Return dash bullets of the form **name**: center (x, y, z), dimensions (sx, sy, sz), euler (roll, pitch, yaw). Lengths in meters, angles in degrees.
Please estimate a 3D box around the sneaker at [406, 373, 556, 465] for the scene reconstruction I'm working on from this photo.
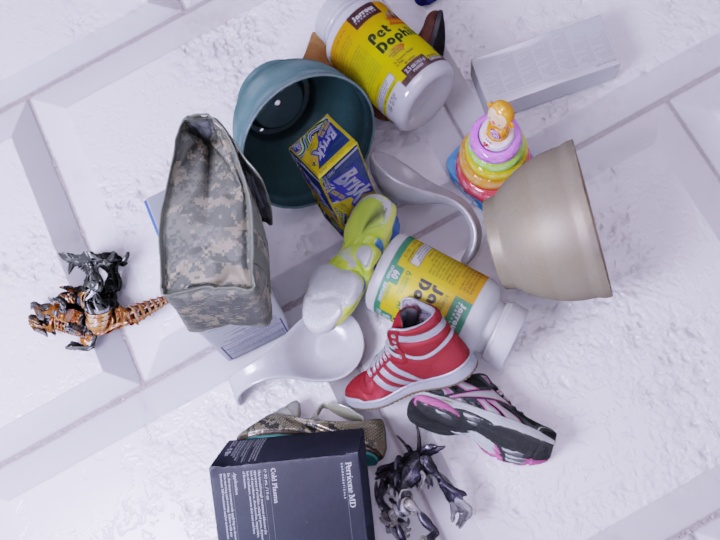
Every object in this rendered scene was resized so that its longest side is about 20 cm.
- **sneaker**: center (0.164, 0.175, 1.057), dimensions (0.196, 0.081, 0.087), euler (23, 52, 0)

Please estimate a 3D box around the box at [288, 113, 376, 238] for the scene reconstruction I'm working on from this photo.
- **box**: center (-0.027, -0.115, 1.086), dimensions (0.070, 0.201, 0.064), euler (-42, 66, -7)

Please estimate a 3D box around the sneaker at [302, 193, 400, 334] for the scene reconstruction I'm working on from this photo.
- **sneaker**: center (0.000, 0.000, 1.111), dimensions (0.075, 0.105, 0.202), euler (33, 94, 25)

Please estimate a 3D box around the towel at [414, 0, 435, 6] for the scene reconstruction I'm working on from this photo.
- **towel**: center (0.099, -0.519, 1.262), dimensions (0.146, 0.050, 0.202), euler (-30, 74, -2)

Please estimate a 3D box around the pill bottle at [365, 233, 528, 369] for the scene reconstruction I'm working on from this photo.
- **pill bottle**: center (0.114, 0.044, 1.076), dimensions (0.197, 0.113, 0.114), euler (28, 79, 12)

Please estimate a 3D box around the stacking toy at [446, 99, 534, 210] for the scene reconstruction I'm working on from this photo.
- **stacking toy**: center (0.179, -0.166, 1.080), dimensions (0.109, 0.200, 0.116), euler (-42, 75, -6)

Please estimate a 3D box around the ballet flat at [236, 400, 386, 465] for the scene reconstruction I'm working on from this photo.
- **ballet flat**: center (-0.061, 0.209, 1.083), dimensions (0.195, 0.068, 0.077), euler (4, 54, 4)

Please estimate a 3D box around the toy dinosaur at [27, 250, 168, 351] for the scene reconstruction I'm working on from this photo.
- **toy dinosaur**: center (-0.368, 0.043, 1.156), dimensions (0.195, 0.102, 0.139), euler (-2, 89, -13)

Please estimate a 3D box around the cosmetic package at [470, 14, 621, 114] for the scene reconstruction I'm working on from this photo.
- **cosmetic package**: center (0.263, -0.288, 1.182), dimensions (0.196, 0.051, 0.084), euler (-18, 72, 1)

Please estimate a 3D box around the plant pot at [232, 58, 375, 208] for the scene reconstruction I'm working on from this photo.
- **plant pot**: center (-0.095, -0.209, 1.140), dimensions (0.198, 0.202, 0.135), euler (-34, 49, -4)

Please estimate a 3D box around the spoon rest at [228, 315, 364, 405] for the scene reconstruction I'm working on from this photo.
- **spoon rest**: center (-0.088, 0.120, 1.106), dimensions (0.197, 0.061, 0.101), euler (-26, 74, 0)

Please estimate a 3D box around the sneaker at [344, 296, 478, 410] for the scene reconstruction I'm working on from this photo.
- **sneaker**: center (0.040, 0.104, 1.039), dimensions (0.197, 0.072, 0.113), euler (-22, 114, 32)

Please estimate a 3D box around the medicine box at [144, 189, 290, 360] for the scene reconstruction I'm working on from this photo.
- **medicine box**: center (-0.181, -0.001, 1.075), dimensions (0.101, 0.200, 0.185), euler (-24, 73, -6)

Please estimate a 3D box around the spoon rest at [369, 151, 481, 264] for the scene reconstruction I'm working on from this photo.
- **spoon rest**: center (0.092, -0.099, 1.128), dimensions (0.200, 0.099, 0.061), euler (43, 113, 7)

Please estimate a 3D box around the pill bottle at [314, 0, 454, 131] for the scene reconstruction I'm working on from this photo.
- **pill bottle**: center (0.028, -0.292, 1.122), dimensions (0.109, 0.109, 0.200), euler (-42, 71, -6)

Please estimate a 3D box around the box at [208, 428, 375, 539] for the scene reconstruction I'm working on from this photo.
- **box**: center (-0.075, 0.311, 1.001), dimensions (0.177, 0.104, 0.205), euler (-5, 95, 5)

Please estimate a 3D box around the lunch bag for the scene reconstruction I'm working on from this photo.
- **lunch bag**: center (-0.154, -0.051, 0.897), dimensions (0.115, 0.164, 0.205), euler (-4, 73, -3)

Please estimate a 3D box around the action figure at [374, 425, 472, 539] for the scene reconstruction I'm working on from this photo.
- **action figure**: center (0.069, 0.297, 1.021), dimensions (0.117, 0.102, 0.202), euler (-25, 30, 26)

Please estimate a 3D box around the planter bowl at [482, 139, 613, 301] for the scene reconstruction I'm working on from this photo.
- **planter bowl**: center (0.234, -0.050, 1.058), dimensions (0.132, 0.200, 0.205), euler (-15, 73, 18)

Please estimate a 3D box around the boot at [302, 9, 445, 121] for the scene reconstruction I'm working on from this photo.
- **boot**: center (0.017, -0.319, 1.224), dimensions (0.196, 0.068, 0.192), euler (18, 85, 18)
